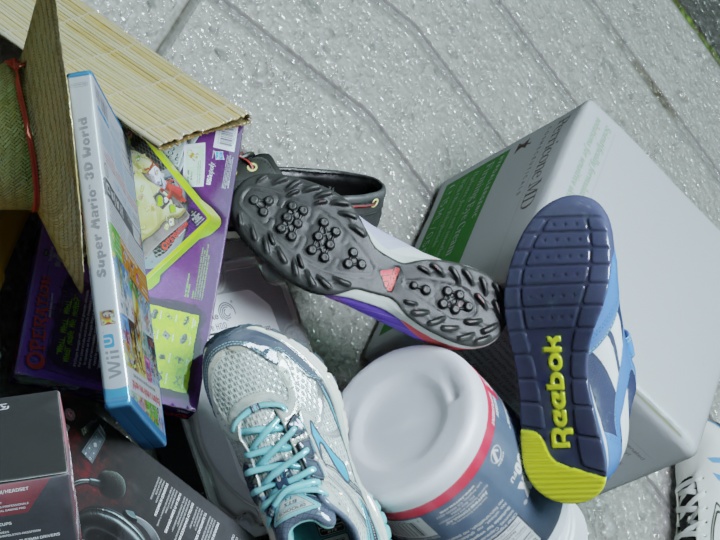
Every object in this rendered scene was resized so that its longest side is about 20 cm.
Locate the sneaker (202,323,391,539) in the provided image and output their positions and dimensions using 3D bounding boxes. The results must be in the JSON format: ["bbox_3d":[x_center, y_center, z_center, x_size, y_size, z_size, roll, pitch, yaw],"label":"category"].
[{"bbox_3d":[-0.036,0.126,1.471,0.201,0.077,0.086,61,12,-13],"label":"sneaker"}]

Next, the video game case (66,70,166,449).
[{"bbox_3d":[-0.145,-0.003,1.419,0.143,0.018,0.201,77,5,-76],"label":"video game case"}]

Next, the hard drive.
[{"bbox_3d":[-0.083,0.081,1.577,0.139,0.038,0.201,-9,76,-47],"label":"hard drive"}]

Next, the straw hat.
[{"bbox_3d":[-0.215,-0.078,1.396,0.085,0.201,0.202,-7,71,-9],"label":"straw hat"}]

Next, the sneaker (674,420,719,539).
[{"bbox_3d":[0.270,0.205,1.837,0.072,0.072,0.201,12,58,-30],"label":"sneaker"}]

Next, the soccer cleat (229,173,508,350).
[{"bbox_3d":[0.000,0.000,1.571,0.199,0.073,0.068,25,75,-9],"label":"soccer cleat"}]

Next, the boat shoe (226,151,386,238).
[{"bbox_3d":[-0.078,-0.053,1.598,0.201,0.063,0.074,10,19,-25],"label":"boat shoe"}]

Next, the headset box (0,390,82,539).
[{"bbox_3d":[-0.219,0.155,1.248,0.148,0.201,0.075,-8,35,-7],"label":"headset box"}]

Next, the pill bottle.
[{"bbox_3d":[0.073,0.147,1.612,0.200,0.119,0.120,45,41,-46],"label":"pill bottle"}]

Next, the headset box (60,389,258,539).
[{"bbox_3d":[-0.148,0.195,1.424,0.200,0.077,0.149,40,46,-21],"label":"headset box"}]

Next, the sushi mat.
[{"bbox_3d":[-0.172,-0.140,1.539,0.200,0.012,0.096,35,33,22],"label":"sushi mat"}]

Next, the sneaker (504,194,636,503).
[{"bbox_3d":[0.143,0.049,1.569,0.082,0.074,0.201,-13,105,-62],"label":"sneaker"}]

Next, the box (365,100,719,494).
[{"bbox_3d":[0.148,0.031,1.728,0.200,0.171,0.199,44,45,-19],"label":"box"}]

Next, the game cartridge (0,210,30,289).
[{"bbox_3d":[-0.271,-0.063,1.416,0.176,0.032,0.200,50,26,-24],"label":"game cartridge"}]

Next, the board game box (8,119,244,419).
[{"bbox_3d":[-0.148,-0.014,1.511,0.120,0.032,0.201,15,70,-17],"label":"board game box"}]

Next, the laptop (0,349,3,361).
[{"bbox_3d":[-0.300,-0.002,1.344,0.200,0.116,0.188,-31,93,-39],"label":"laptop"}]
